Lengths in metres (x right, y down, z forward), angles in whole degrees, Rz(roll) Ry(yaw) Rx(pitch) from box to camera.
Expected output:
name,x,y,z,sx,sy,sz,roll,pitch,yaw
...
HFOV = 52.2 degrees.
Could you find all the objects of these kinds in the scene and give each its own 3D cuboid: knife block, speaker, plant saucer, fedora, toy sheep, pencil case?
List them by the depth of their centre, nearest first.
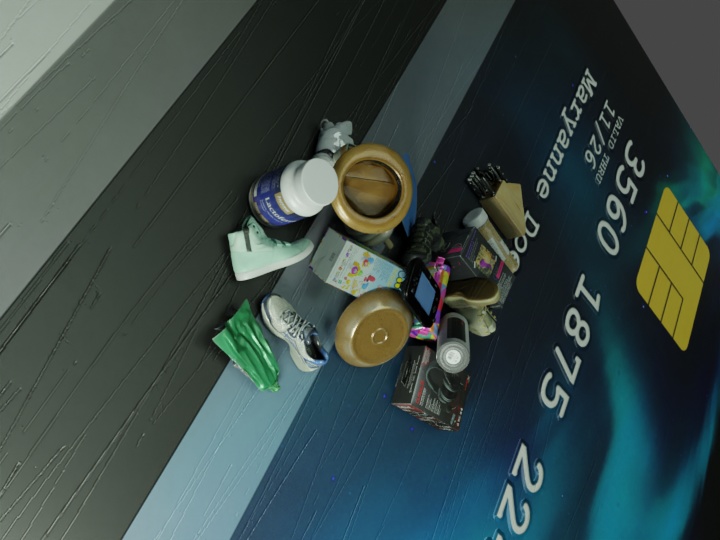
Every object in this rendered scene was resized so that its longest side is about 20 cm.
name,x,y,z,sx,sy,sz,roll,pitch,yaw
fedora,0.015,-0.177,1.588,0.196,0.082,0.206,-3,98,-22
plant saucer,0.038,0.141,1.662,0.196,0.035,0.204,-12,120,-20
toy sheep,0.020,-0.127,1.706,0.200,0.136,0.139,45,58,-26
speaker,0.226,0.173,1.792,0.083,0.080,0.200,64,14,-12
pencil case,0.170,0.072,1.824,0.087,0.088,0.204,25,67,-34
knife block,0.377,-0.193,2.054,0.173,0.063,0.205,-2,85,-39

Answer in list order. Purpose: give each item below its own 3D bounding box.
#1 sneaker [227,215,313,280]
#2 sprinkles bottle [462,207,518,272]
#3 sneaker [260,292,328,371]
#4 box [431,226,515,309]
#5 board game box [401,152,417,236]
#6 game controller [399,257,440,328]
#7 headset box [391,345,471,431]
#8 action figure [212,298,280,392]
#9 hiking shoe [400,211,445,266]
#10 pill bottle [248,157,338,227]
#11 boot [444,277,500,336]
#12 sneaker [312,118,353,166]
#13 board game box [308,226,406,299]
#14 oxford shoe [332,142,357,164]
name,x,y,z,sx,sy,sz,roll,pitch,yaw
sneaker,-0.188,-0.066,1.550,0.198,0.073,0.121,-22,103,-37
sprinkles bottle,0.357,-0.074,2.014,0.201,0.068,0.069,53,55,-21
sneaker,-0.131,0.126,1.563,0.201,0.084,0.077,54,54,-19
box,0.292,-0.001,1.912,0.200,0.121,0.107,47,58,-23
board game box,0.098,-0.188,1.808,0.201,0.038,0.161,65,32,-53
game controller,0.142,0.053,1.689,0.106,0.041,0.200,-64,149,-16
headset box,0.169,0.285,1.794,0.199,0.076,0.152,34,63,-32
action figure,-0.221,0.175,1.501,0.118,0.054,0.202,-49,120,-35
hiking shoe,0.144,-0.077,1.813,0.200,0.074,0.103,-41,120,-57
pill bottle,-0.139,-0.164,1.529,0.114,0.198,0.119,8,77,-37
boot,0.306,0.097,1.860,0.155,0.198,0.073,49,62,-23
sneaker,-0.022,-0.281,1.726,0.197,0.074,0.118,12,78,-34
board game box,0.000,0.000,1.661,0.198,0.103,0.106,27,95,-33
oxford shoe,0.033,-0.231,1.659,0.196,0.058,0.076,21,53,-19
